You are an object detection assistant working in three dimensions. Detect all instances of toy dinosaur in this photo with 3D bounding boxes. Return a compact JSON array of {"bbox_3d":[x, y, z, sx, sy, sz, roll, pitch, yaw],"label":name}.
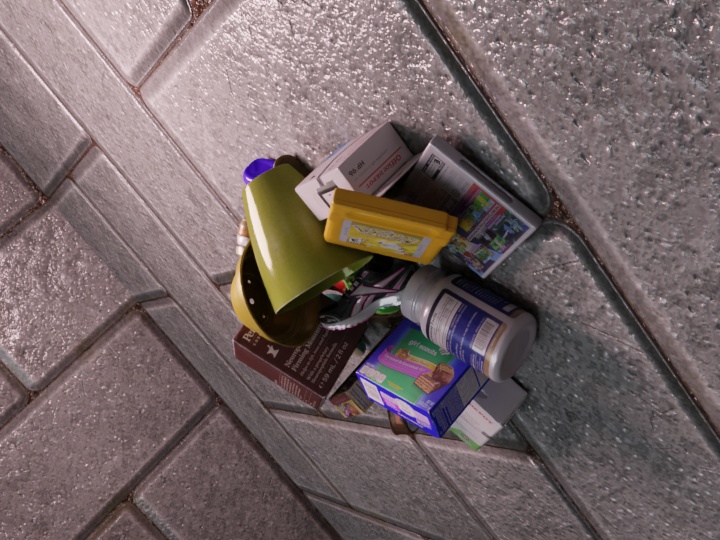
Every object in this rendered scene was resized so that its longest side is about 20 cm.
[{"bbox_3d":[-0.015,0.072,1.638,0.197,0.059,0.102,17,148,3],"label":"toy dinosaur"}]

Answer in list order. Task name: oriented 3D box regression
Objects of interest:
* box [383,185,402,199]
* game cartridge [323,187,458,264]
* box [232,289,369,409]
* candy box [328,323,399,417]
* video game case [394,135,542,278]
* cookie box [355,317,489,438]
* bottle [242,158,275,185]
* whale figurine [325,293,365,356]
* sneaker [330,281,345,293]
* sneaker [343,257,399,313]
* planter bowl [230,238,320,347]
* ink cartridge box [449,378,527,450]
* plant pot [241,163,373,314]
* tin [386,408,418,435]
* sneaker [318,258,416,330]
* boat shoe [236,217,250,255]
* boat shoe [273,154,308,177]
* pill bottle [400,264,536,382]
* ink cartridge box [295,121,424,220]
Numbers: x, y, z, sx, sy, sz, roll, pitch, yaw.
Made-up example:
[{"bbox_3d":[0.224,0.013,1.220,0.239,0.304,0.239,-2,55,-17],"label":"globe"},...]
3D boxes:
[{"bbox_3d":[0.001,-0.110,1.411,0.199,0.050,0.076,21,146,44],"label":"box"},{"bbox_3d":[0.038,-0.059,1.245,0.173,0.033,0.200,13,169,-3],"label":"game cartridge"},{"bbox_3d":[-0.113,0.131,1.626,0.198,0.167,0.164,31,163,2],"label":"box"},{"bbox_3d":[0.035,0.184,1.644,0.057,0.200,0.117,46,157,-3],"label":"candy box"},{"bbox_3d":[0.143,-0.084,1.227,0.181,0.023,0.200,39,156,2],"label":"video game case"},{"bbox_3d":[0.122,0.152,1.444,0.170,0.200,0.076,23,148,41],"label":"cookie box"},{"bbox_3d":[-0.156,-0.118,1.648,0.083,0.065,0.202,22,148,35],"label":"bottle"},{"bbox_3d":[-0.039,0.115,1.821,0.158,0.104,0.200,36,180,30],"label":"whale figurine"},{"bbox_3d":[-0.075,0.024,1.716,0.198,0.085,0.078,20,147,42],"label":"sneaker"},{"bbox_3d":[0.000,0.000,1.564,0.200,0.074,0.084,45,161,4],"label":"sneaker"},{"bbox_3d":[-0.163,0.043,1.495,0.083,0.201,0.202,-20,116,33],"label":"planter bowl"},{"bbox_3d":[0.202,0.231,1.584,0.145,0.084,0.201,41,157,10],"label":"ink cartridge box"},{"bbox_3d":[-0.106,-0.063,1.418,0.202,0.185,0.187,60,158,5],"label":"plant pot"},{"bbox_3d":[0.099,0.248,1.681,0.041,0.200,0.114,1,99,21],"label":"tin"},{"bbox_3d":[0.013,0.031,1.510,0.087,0.198,0.080,63,-168,-10],"label":"sneaker"},{"bbox_3d":[-0.132,-0.062,1.594,0.074,0.197,0.070,18,106,52],"label":"boat shoe"},{"bbox_3d":[-0.109,-0.102,1.538,0.204,0.071,0.066,67,157,-1],"label":"boat shoe"},{"bbox_3d":[0.165,0.076,1.355,0.199,0.116,0.117,32,154,31],"label":"pill bottle"},{"bbox_3d":[-0.002,-0.147,1.273,0.068,0.116,0.199,50,156,-14],"label":"ink cartridge box"}]
